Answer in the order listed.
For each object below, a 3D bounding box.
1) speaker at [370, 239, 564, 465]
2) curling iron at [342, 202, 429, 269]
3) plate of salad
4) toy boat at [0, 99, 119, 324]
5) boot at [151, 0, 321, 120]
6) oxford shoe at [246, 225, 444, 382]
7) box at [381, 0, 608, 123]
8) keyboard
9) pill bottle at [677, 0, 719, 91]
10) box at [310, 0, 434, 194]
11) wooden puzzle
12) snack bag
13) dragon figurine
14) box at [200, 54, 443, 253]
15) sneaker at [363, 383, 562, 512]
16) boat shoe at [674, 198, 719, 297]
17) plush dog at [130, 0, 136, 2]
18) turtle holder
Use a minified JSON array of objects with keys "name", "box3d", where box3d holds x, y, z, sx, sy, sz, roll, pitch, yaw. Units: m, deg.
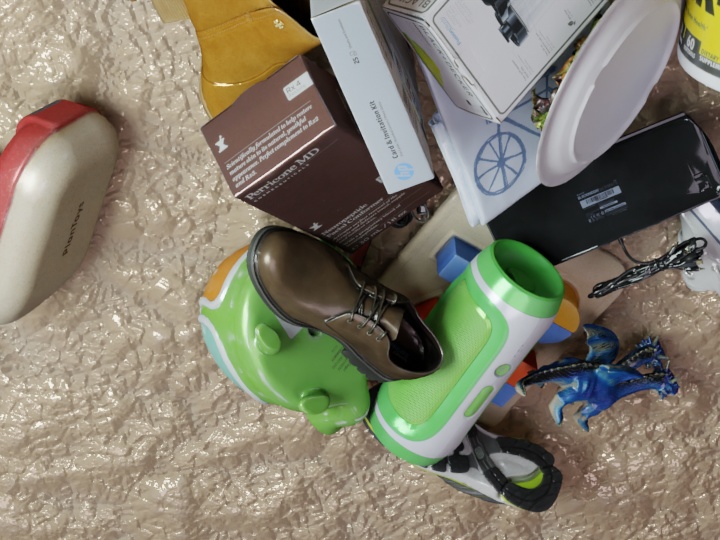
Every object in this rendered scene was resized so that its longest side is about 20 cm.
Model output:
[{"name":"speaker","box3d":[0.087,0.070,1.666,0.088,0.089,0.200,23,122,-18]},{"name":"curling iron","box3d":[0.000,0.000,1.713,0.049,0.026,0.200,24,119,-16]},{"name":"plate of salad","box3d":[0.188,-0.156,1.543,0.048,0.200,0.201,35,123,20]},{"name":"toy boat","box3d":[-0.288,-0.057,1.614,0.130,0.130,0.201,30,120,12]},{"name":"boot","box3d":[-0.068,-0.164,1.534,0.144,0.071,0.202,-3,130,49]},{"name":"oxford shoe","box3d":[-0.006,0.023,1.577,0.200,0.073,0.084,34,160,-34]},{"name":"box","box3d":[0.122,-0.224,1.492,0.200,0.060,0.117,-50,126,-11]},{"name":"keyboard","box3d":[0.209,-0.040,1.649,0.199,0.021,0.128,-22,97,19]},{"name":"pill bottle","box3d":[0.314,-0.242,1.524,0.114,0.115,0.201,2,123,-6]},{"name":"box","box3d":[0.004,-0.175,1.492,0.041,0.200,0.156,-19,123,10]},{"name":"wooden puzzle","box3d":[0.106,0.037,1.735,0.185,0.046,0.200,28,117,-21]},{"name":"snack bag","box3d":[0.127,-0.161,1.569,0.188,0.021,0.201,-37,124,-18]},{"name":"dragon figurine","box3d":[0.203,0.086,1.728,0.099,0.059,0.200,-41,146,19]},{"name":"box","box3d":[-0.026,-0.087,1.553,0.100,0.075,0.200,-35,154,17]},{"name":"sneaker","box3d":[0.080,0.164,1.794,0.199,0.074,0.081,31,158,-16]},{"name":"boat shoe","box3d":[0.303,-0.009,1.703,0.065,0.074,0.200,-34,119,12]},{"name":"plush dog","box3d":[-0.148,-0.294,1.458,0.171,0.160,0.201,-13,92,21]},{"name":"turtle holder","box3d":[-0.053,0.050,1.681,0.185,0.131,0.142,26,77,-38]}]
